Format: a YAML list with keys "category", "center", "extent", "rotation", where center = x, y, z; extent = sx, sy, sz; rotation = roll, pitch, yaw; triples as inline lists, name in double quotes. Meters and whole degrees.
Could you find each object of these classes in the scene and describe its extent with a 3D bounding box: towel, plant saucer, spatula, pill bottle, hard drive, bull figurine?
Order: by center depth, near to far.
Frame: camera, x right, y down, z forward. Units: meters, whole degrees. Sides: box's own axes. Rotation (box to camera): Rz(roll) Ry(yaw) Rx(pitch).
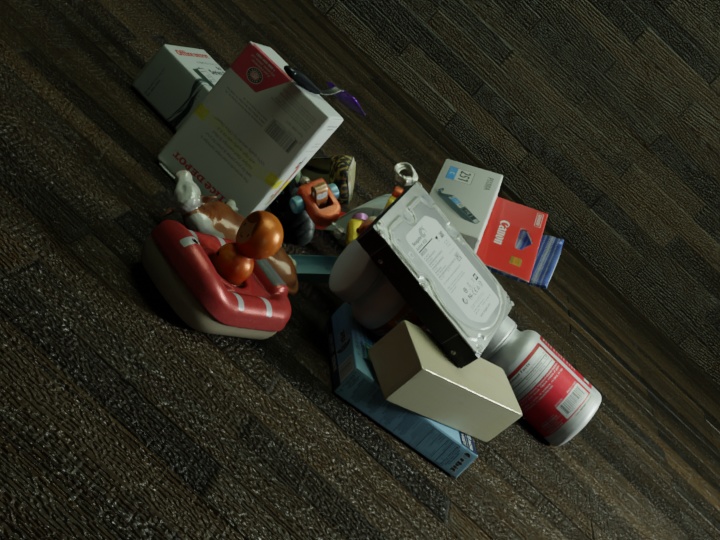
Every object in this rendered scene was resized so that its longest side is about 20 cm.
- category: "bull figurine"
  center: [-0.153, -0.042, 1.345]
  extent: [0.200, 0.065, 0.122]
  rotation: [44, 10, -11]
- category: "hard drive"
  center: [0.095, 0.002, 1.354]
  extent: [0.200, 0.038, 0.140]
  rotation: [51, 37, -4]
- category: "pill bottle"
  center: [0.061, 0.043, 1.410]
  extent: [0.199, 0.112, 0.112]
  rotation: [35, 18, -25]
- category: "spatula"
  center: [-0.047, -0.233, 1.441]
  extent: [0.056, 0.021, 0.200]
  rotation: [35, 11, 23]
- category: "plant saucer"
  center: [0.000, 0.000, 1.489]
  extent: [0.198, 0.019, 0.070]
  rotation: [1, 20, 0]
- category: "towel"
  center: [0.193, -0.044, 1.642]
  extent: [0.198, 0.024, 0.145]
  rotation: [20, 33, 11]
- category: "pill bottle"
  center: [0.269, 0.168, 1.750]
  extent: [0.200, 0.112, 0.112]
  rotation: [44, 16, 2]

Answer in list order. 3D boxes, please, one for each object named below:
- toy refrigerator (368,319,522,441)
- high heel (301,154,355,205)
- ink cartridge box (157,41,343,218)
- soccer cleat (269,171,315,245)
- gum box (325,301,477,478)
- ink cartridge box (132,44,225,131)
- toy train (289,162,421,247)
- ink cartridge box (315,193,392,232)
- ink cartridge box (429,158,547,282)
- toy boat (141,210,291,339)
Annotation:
- category: "toy refrigerator"
  center: [0.102, 0.138, 1.349]
  extent: [0.199, 0.070, 0.076]
  rotation: [27, 31, -42]
- category: "high heel"
  center: [-0.081, -0.139, 1.655]
  extent: [0.141, 0.072, 0.200]
  rotation: [7, -1, -6]
- category: "ink cartridge box"
  center: [-0.144, -0.171, 1.457]
  extent: [0.145, 0.200, 0.083]
  rotation: [44, 13, 4]
- category: "soccer cleat"
  center: [-0.110, -0.126, 1.546]
  extent: [0.081, 0.067, 0.202]
  rotation: [-48, 128, -68]
- category: "gum box"
  center: [0.049, 0.146, 1.398]
  extent: [0.200, 0.045, 0.170]
  rotation: [38, 17, -20]
- category: "ink cartridge box"
  center: [-0.217, -0.232, 1.641]
  extent: [0.200, 0.083, 0.147]
  rotation: [45, 16, 6]
- category: "toy train"
  center: [0.014, -0.095, 1.514]
  extent: [0.199, 0.056, 0.151]
  rotation: [-18, 65, -24]
- category: "ink cartridge box"
  center: [-0.001, -0.090, 1.677]
  extent: [0.198, 0.048, 0.160]
  rotation: [10, 13, 12]
- category: "ink cartridge box"
  center: [0.183, -0.078, 1.635]
  extent: [0.175, 0.045, 0.200]
  rotation: [18, 35, 7]
- category: "toy boat"
  center: [-0.134, -0.010, 1.196]
  extent: [0.131, 0.131, 0.200]
  rotation: [50, 17, 25]
